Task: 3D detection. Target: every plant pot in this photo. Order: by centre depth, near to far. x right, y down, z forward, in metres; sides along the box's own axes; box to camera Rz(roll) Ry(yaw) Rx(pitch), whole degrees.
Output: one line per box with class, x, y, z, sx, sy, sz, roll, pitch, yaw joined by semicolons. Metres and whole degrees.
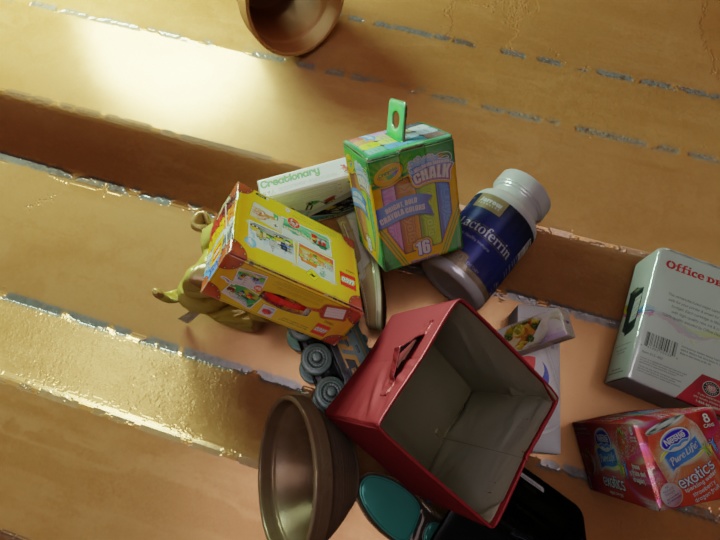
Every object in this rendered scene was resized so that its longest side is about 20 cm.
plant pot;-0.063;0.271;0.713;0.091;0.200;0.206;7;70;-29
plant pot;-0.143;-0.506;0.941;0.199;0.201;0.140;-37;57;-9

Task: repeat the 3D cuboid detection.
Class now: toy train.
toy train;-0.037;0.126;0.793;0.112;0.086;0.203;-19;70;-17

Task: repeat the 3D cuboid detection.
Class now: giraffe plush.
giraffe plush;-0.203;-0.012;0.821;0.197;0.172;0.165;-10;57;36

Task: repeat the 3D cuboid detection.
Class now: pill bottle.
pill bottle;0.194;-0.050;0.813;0.115;0.116;0.201;38;78;13

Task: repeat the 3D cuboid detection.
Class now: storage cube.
storage cube;0.090;0.162;0.646;0.200;0.179;0.172;42;68;-10

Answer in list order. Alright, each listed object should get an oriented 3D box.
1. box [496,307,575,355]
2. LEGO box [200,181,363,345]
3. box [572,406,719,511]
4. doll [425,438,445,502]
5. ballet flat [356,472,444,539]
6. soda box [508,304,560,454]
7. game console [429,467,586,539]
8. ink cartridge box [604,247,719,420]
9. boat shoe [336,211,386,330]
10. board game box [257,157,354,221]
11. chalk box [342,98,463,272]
box;0.197;0.106;0.748;0.198;0.041;0.039;-28;62;32
LEGO box;-0.100;-0.008;0.722;0.197;0.077;0.151;26;35;-26
box;0.358;0.230;0.674;0.097;0.200;0.098;-10;74;0
doll;0.114;0.255;0.759;0.136;0.049;0.200;-44;76;-9
ballet flat;0.074;0.343;0.722;0.198;0.065;0.071;35;70;5
soda box;0.249;0.156;0.772;0.062;0.068;0.205;5;74;5
game console;0.184;0.352;0.695;0.198;0.176;0.117;35;121;-3
ink cartridge box;0.461;0.092;0.772;0.143;0.083;0.203;21;75;9
boat shoe;0.000;0.000;0.835;0.065;0.074;0.204;-10;63;3
board game box;-0.052;-0.123;0.841;0.196;0.127;0.035;-15;72;-2
chalk box;0.054;-0.125;0.729;0.121;0.125;0.204;-16;115;-9
